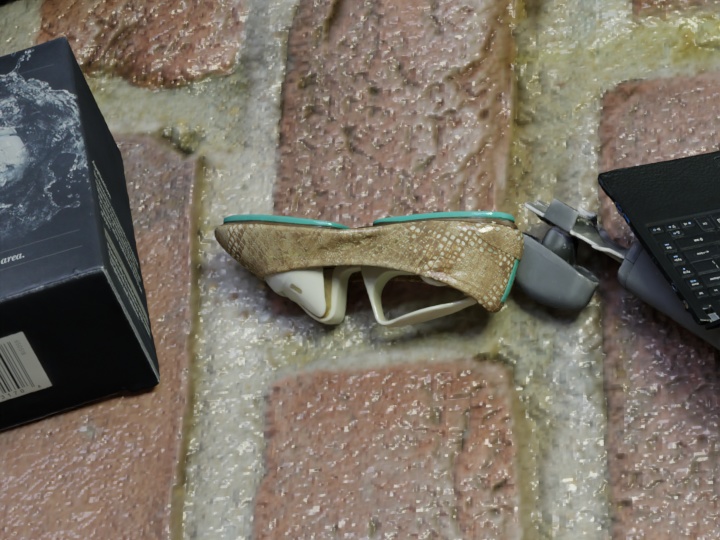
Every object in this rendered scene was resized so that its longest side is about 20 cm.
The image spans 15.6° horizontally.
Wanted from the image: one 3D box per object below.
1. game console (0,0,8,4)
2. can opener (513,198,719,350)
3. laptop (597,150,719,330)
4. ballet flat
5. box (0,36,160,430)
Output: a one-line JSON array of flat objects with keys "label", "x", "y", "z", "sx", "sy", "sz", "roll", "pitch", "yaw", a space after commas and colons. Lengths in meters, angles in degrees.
[{"label": "game console", "x": -0.258, "y": -0.237, "z": 1.773, "sx": 0.199, "sy": 0.119, "sz": 0.171, "roll": -18, "pitch": 50, "yaw": 1}, {"label": "can opener", "x": 0.165, "y": 0.019, "z": 1.503, "sx": 0.200, "sy": 0.053, "sz": 0.067, "roll": 35, "pitch": 101, "yaw": 34}, {"label": "laptop", "x": 0.258, "y": -0.037, "z": 1.437, "sx": 0.176, "sy": 0.104, "sz": 0.200, "roll": -10, "pitch": 46, "yaw": -22}, {"label": "ballet flat", "x": 0.000, "y": 0.000, "z": 1.544, "sx": 0.199, "sy": 0.070, "sz": 0.066, "roll": -1, "pitch": 80, "yaw": 28}, {"label": "box", "x": -0.241, "y": -0.011, "z": 1.592, "sx": 0.195, "sy": 0.118, "sz": 0.201, "roll": -17, "pitch": 49, "yaw": 3}]
